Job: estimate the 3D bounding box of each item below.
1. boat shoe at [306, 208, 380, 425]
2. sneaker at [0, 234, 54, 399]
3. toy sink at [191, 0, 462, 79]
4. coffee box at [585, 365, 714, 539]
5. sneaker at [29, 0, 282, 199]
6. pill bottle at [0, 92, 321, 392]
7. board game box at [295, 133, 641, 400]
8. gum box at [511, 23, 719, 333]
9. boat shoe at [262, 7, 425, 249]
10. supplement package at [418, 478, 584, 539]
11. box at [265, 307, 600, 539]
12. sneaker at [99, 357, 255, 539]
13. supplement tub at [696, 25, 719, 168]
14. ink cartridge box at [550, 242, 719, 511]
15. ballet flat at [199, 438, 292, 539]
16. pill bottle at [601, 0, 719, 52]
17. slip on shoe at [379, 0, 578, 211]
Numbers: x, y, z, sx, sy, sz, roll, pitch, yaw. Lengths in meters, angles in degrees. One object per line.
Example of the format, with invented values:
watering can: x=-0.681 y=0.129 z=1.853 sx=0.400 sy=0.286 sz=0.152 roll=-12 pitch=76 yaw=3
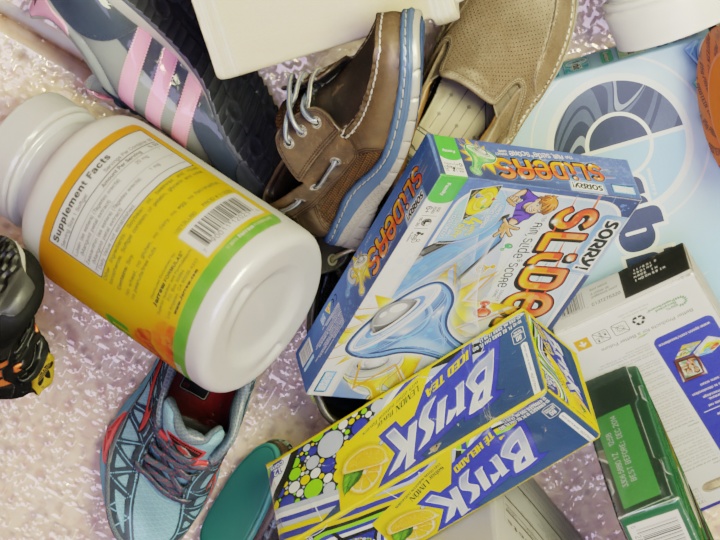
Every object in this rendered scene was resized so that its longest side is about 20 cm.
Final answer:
boat shoe: x=0.003 y=0.000 z=1.640 sx=0.072 sy=0.060 sz=0.203 roll=7 pitch=108 yaw=0
sneaker: x=-0.215 y=0.038 z=1.603 sx=0.090 sy=0.200 sz=0.070 roll=37 pitch=68 yaw=-16
toy sink: x=0.000 y=-0.197 z=1.540 sx=0.199 sy=0.130 sz=0.112 roll=-17 pitch=107 yaw=5
coffee box: x=0.193 y=0.170 z=1.628 sx=0.044 sy=0.123 sz=0.200 roll=-21 pitch=130 yaw=8
sneaker: x=-0.120 y=-0.115 z=1.612 sx=0.082 sy=0.070 sz=0.200 roll=-26 pitch=110 yaw=34
pill bottle: x=-0.131 y=-0.023 z=1.575 sx=0.200 sy=0.111 sz=0.111 roll=34 pitch=109 yaw=24
board game box: x=0.061 y=0.005 z=1.559 sx=0.135 sy=0.035 sz=0.200 roll=5 pitch=137 yaw=-26
gum box: x=0.168 y=-0.052 z=1.629 sx=0.199 sy=0.045 sz=0.171 roll=-16 pitch=107 yaw=5
boat shoe: x=-0.013 y=-0.080 z=1.511 sx=0.072 sy=0.072 sz=0.200 roll=11 pitch=142 yaw=-8
supplement package: x=0.071 y=0.208 z=1.634 sx=0.121 sy=0.200 sz=0.120 roll=-36 pitch=104 yaw=13
box: x=0.042 y=0.109 z=1.590 sx=0.200 sy=0.070 sz=0.064 roll=-33 pitch=134 yaw=21
sneaker: x=-0.116 y=0.097 z=1.656 sx=0.079 sy=0.096 sz=0.201 roll=20 pitch=107 yaw=-5
supplement tub: x=0.306 y=-0.113 z=1.539 sx=0.199 sy=0.123 sz=0.123 roll=-11 pitch=109 yaw=-16
ink cartridge box: x=0.200 y=0.073 z=1.650 sx=0.094 sy=0.037 sz=0.200 roll=-25 pitch=129 yaw=13
ballet flat: x=-0.080 y=0.198 z=1.713 sx=0.074 sy=0.074 sz=0.200 roll=31 pitch=108 yaw=-9
pill bottle: x=0.154 y=-0.234 z=1.525 sx=0.111 sy=0.111 sz=0.201 roll=-20 pitch=102 yaw=7
slip on shoe: x=0.069 y=-0.112 z=1.563 sx=0.076 sy=0.061 sz=0.201 roll=31 pitch=92 yaw=7
